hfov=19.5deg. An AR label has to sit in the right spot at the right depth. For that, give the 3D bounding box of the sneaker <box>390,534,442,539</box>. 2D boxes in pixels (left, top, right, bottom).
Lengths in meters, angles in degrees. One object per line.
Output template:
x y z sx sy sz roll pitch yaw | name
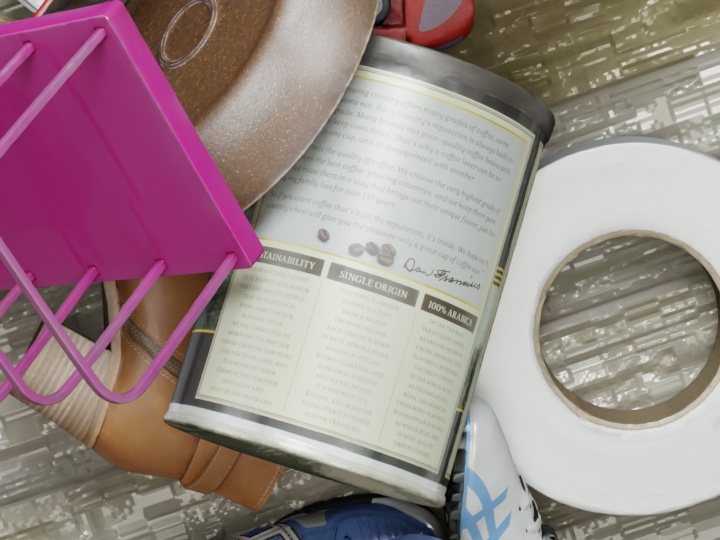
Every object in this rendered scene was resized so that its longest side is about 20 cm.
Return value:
0.004 0.226 1.094 0.070 0.078 0.201 22 127 -3 | sneaker

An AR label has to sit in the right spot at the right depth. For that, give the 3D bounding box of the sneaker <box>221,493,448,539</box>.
-0.047 0.175 1.127 0.199 0.077 0.076 -17 97 2 | sneaker

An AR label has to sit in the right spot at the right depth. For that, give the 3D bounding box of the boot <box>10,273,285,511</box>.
-0.077 0.017 1.114 0.154 0.074 0.201 27 98 -11 | boot

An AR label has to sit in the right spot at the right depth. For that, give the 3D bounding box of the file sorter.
-0.177 -0.017 0.956 0.199 0.126 0.139 -5 127 39 | file sorter

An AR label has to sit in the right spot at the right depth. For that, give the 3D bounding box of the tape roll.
0.145 0.030 1.121 0.201 0.037 0.205 0 99 1 | tape roll

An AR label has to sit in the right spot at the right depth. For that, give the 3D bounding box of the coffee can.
0.000 0.000 1.037 0.145 0.146 0.201 17 82 -1 | coffee can

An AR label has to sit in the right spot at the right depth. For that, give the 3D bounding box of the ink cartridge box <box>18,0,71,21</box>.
-0.108 -0.211 1.017 0.045 0.176 0.200 38 98 -7 | ink cartridge box

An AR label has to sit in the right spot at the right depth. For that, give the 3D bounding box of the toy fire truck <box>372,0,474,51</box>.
0.059 -0.214 1.078 0.140 0.049 0.202 -4 100 0 | toy fire truck

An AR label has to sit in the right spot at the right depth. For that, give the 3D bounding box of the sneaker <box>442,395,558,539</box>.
0.084 0.151 1.113 0.072 0.072 0.201 -14 115 2 | sneaker

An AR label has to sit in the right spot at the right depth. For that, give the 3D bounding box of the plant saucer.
-0.074 -0.109 1.027 0.037 0.200 0.201 32 100 -36 | plant saucer

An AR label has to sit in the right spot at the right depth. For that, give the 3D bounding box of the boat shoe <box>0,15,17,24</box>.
-0.251 -0.141 1.084 0.198 0.074 0.070 11 105 0 | boat shoe
